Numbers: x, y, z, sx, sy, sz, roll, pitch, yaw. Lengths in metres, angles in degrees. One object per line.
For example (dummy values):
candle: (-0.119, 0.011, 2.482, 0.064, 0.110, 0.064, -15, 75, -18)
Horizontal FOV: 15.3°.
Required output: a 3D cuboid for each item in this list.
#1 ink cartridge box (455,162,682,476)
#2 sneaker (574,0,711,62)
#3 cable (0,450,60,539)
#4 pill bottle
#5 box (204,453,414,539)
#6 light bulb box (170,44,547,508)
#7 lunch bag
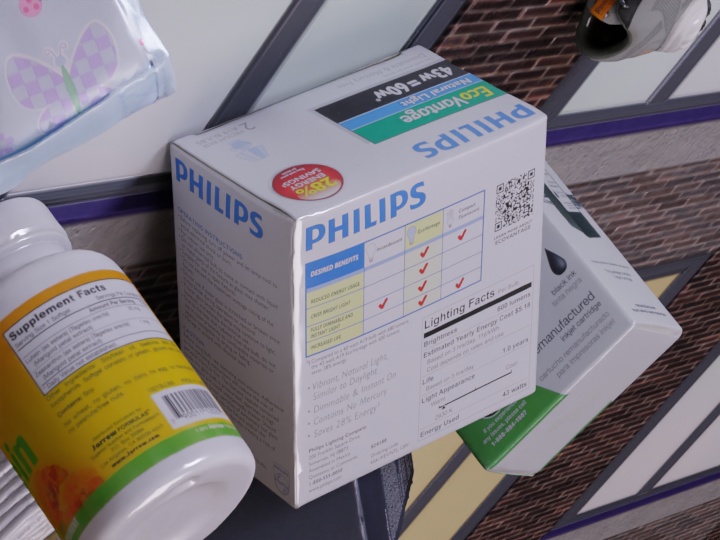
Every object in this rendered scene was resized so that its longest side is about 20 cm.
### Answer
ink cartridge box: (0.090, 0.012, 1.763, 0.147, 0.200, 0.083, -46, 155, 18)
sneaker: (0.187, -0.193, 1.677, 0.079, 0.074, 0.201, -23, 155, -22)
cable: (-0.207, 0.162, 1.769, 0.200, 0.069, 0.200, -40, 159, 5)
pill bottle: (-0.155, 0.061, 1.464, 0.111, 0.200, 0.111, -32, 158, -14)
box: (-0.052, 0.134, 1.719, 0.147, 0.105, 0.200, -6, -158, 9)
light bulb box: (0.000, 0.000, 1.602, 0.198, 0.125, 0.201, -23, 129, -33)
lunch bag: (-0.193, -0.105, 1.064, 0.169, 0.200, 0.127, -33, 158, -14)
